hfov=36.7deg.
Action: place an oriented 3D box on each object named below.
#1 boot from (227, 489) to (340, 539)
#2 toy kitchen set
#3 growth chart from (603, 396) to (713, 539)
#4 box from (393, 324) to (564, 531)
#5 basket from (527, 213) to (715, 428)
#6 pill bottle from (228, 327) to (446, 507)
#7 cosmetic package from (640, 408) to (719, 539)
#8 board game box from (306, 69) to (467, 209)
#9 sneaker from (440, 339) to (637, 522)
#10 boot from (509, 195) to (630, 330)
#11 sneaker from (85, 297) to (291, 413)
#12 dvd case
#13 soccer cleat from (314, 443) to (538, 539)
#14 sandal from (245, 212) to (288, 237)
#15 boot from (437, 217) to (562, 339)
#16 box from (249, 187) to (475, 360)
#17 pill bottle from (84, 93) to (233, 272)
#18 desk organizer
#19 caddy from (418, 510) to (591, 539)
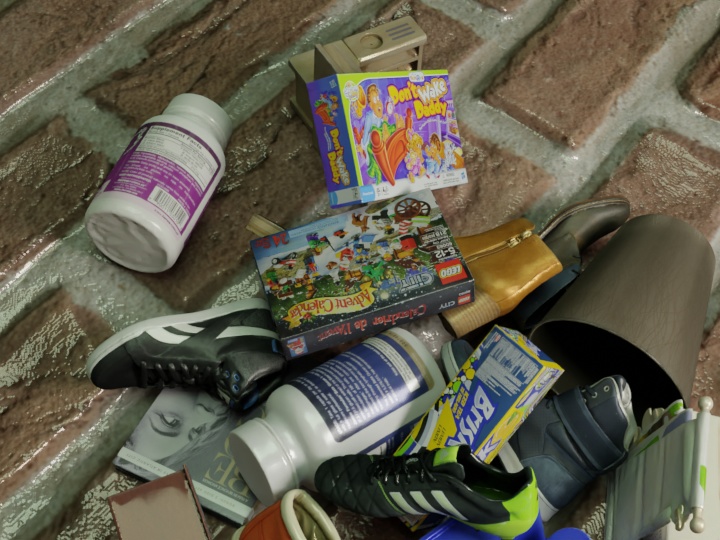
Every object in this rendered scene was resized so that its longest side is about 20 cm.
[{"bbox_3d":[-0.045,0.291,0.946,0.075,0.107,0.200,10,42,-49],"label":"boot"},{"bbox_3d":[0.033,-0.222,1.297,0.180,0.163,0.200,-24,59,-18],"label":"toy kitchen set"},{"bbox_3d":[0.268,0.188,0.996,0.018,0.200,0.145,19,63,-5],"label":"growth chart"},{"bbox_3d":[0.099,0.150,1.023,0.064,0.070,0.200,42,101,24],"label":"box"},{"bbox_3d":[0.288,0.044,1.134,0.180,0.136,0.200,38,53,-5],"label":"basket"},{"bbox_3d":[-0.022,0.145,1.053,0.200,0.111,0.111,-27,59,-25],"label":"pill bottle"},{"bbox_3d":[0.311,0.243,1.008,0.087,0.103,0.200,13,56,4],"label":"cosmetic package"},{"bbox_3d":[0.034,-0.148,1.189,0.045,0.135,0.200,-8,5,40],"label":"board game box"},{"bbox_3d":[0.181,0.122,1.070,0.146,0.077,0.202,-40,67,14],"label":"sneaker"},{"bbox_3d":[0.230,-0.007,1.205,0.200,0.075,0.097,-26,57,-6],"label":"boot"},{"bbox_3d":[-0.166,0.101,1.090,0.200,0.073,0.112,-18,54,-16],"label":"sneaker"},{"bbox_3d":[-0.136,0.148,1.111,0.149,0.016,0.200,23,56,13],"label":"dvd case"},{"bbox_3d":[0.057,0.182,0.952,0.200,0.081,0.068,8,38,10],"label":"soccer cleat"},{"bbox_3d":[-0.042,0.018,1.189,0.212,0.078,0.070,30,92,6],"label":"sandal"},{"bbox_3d":[0.115,-0.017,1.173,0.144,0.071,0.201,-33,42,-9],"label":"boot"},{"bbox_3d":[0.000,0.000,1.105,0.200,0.038,0.137,-17,50,-6],"label":"box"},{"bbox_3d":[-0.221,-0.105,1.233,0.112,0.112,0.200,17,54,10],"label":"pill bottle"},{"bbox_3d":[-0.158,0.286,0.968,0.077,0.072,0.200,-19,61,-12],"label":"desk organizer"},{"bbox_3d":[0.121,0.292,0.965,0.200,0.105,0.141,-28,39,-28],"label":"caddy"}]
